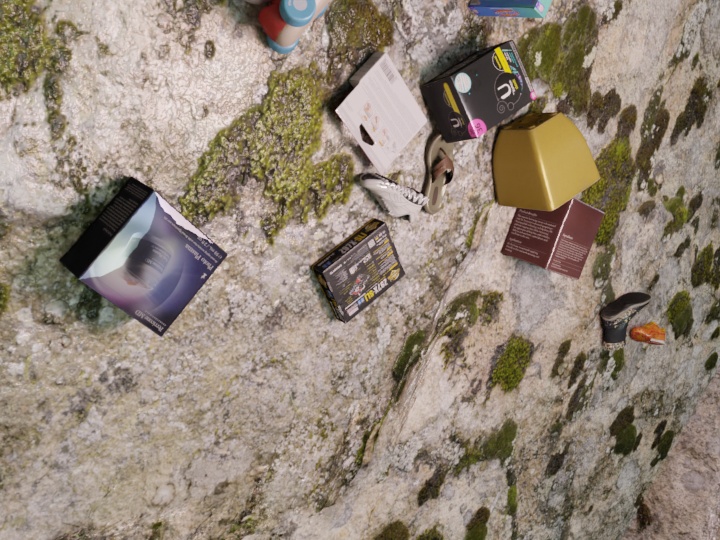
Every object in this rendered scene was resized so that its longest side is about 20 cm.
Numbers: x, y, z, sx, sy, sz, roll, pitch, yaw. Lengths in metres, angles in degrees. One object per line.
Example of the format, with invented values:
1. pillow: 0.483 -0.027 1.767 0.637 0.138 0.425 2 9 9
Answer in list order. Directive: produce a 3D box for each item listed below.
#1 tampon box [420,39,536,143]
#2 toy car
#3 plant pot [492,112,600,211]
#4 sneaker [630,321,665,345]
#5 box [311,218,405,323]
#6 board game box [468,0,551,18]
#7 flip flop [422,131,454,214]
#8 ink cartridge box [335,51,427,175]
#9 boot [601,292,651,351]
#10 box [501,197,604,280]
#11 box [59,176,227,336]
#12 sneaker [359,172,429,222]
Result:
1. tampon box: 0.269 -0.407 1.658 0.200 0.126 0.150 -36 108 -22
2. toy car: -0.153 -0.526 1.305 0.200 0.184 0.177 39 80 -12
3. plant pot: 0.454 -0.289 1.840 0.195 0.194 0.200 -31 115 -25
4. sneaker: 1.008 0.215 2.557 0.200 0.073 0.077 15 75 -45
5. box: 0.000 0.000 1.674 0.200 0.049 0.160 -39 129 -21
6. board game box: 0.350 -0.641 1.609 0.045 0.200 0.152 23 93 -41
7. flip flop: 0.193 -0.230 1.733 0.081 0.058 0.201 -2 107 -38
8. ink cartridge box: 0.039 -0.339 1.578 0.176 0.045 0.200 -50 129 -13
9. boot: 0.882 0.169 2.425 0.203 0.073 0.154 -22 122 -23
10. box: 0.521 -0.101 1.971 0.164 0.166 0.201 15 97 -40
11. box: -0.386 -0.022 1.311 0.199 0.123 0.200 -52 130 -9
12. sneaker: 0.072 -0.164 1.658 0.200 0.075 0.081 18 104 -41
